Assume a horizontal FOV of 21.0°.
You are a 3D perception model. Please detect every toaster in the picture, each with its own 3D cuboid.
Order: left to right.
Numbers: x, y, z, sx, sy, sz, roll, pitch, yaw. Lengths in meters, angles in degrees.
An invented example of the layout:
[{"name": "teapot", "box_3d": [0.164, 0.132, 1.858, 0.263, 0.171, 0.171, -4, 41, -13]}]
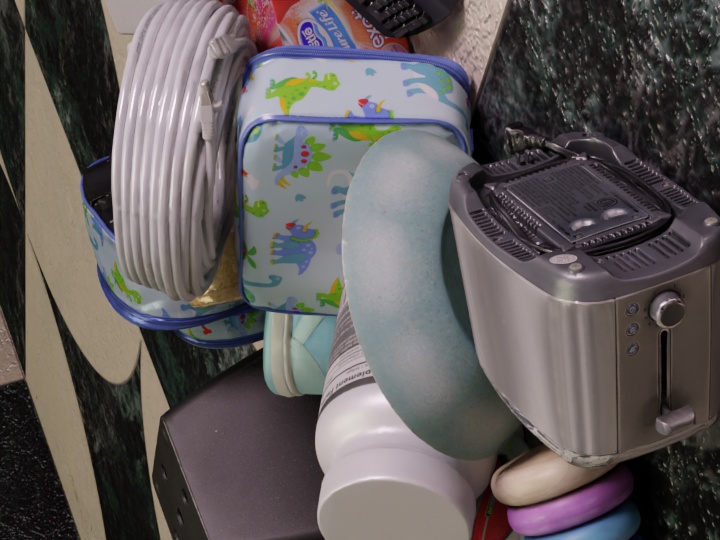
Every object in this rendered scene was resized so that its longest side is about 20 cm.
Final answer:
[{"name": "toaster", "box_3d": [0.119, 0.014, 1.043, 0.200, 0.113, 0.130, -136, 33, -56]}]

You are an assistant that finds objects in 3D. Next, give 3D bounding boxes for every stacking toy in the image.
[{"name": "stacking toy", "box_3d": [0.151, 0.201, 1.168, 0.202, 0.085, 0.085, 68, 162, -2]}]

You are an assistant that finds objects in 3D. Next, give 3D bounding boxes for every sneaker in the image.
[{"name": "sneaker", "box_3d": [0.000, 0.000, 1.413, 0.079, 0.129, 0.202, -37, -49, -64]}, {"name": "sneaker", "box_3d": [0.071, 0.132, 1.286, 0.200, 0.084, 0.078, -104, 5, -66]}]

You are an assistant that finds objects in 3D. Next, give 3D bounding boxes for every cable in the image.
[{"name": "cable", "box_3d": [-0.117, -0.081, 1.296, 0.200, 0.068, 0.202, -73, -8, -70]}]

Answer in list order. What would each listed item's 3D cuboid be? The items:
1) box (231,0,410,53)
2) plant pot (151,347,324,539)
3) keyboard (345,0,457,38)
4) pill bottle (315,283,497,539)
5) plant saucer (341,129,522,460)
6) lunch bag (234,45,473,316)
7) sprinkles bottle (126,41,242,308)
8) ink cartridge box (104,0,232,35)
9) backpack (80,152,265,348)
[{"name": "box", "box_3d": [-0.042, -0.155, 1.408, 0.200, 0.095, 0.101, 163, 92, -72]}, {"name": "plant pot", "box_3d": [-0.070, 0.184, 1.632, 0.200, 0.176, 0.201, 107, 142, -59]}, {"name": "keyboard", "box_3d": [-0.015, -0.227, 1.209, 0.200, 0.021, 0.127, 41, 145, -17]}, {"name": "pill bottle", "box_3d": [0.033, 0.082, 1.219, 0.117, 0.114, 0.201, 95, -176, -46]}, {"name": "plant saucer", "box_3d": [0.064, 0.009, 1.149, 0.038, 0.200, 0.203, -17, 88, 35]}, {"name": "lunch bag", "box_3d": [-0.004, -0.054, 1.284, 0.201, 0.159, 0.083, 94, 177, -49]}, {"name": "sprinkles bottle", "box_3d": [-0.117, -0.077, 1.429, 0.068, 0.068, 0.202, -176, 72, -71]}, {"name": "ink cartridge box", "box_3d": [-0.128, -0.285, 1.370, 0.145, 0.083, 0.201, 70, -151, -49]}, {"name": "backpack", "box_3d": [-0.116, -0.027, 1.564, 0.183, 0.198, 0.148, -130, 31, -50]}]
